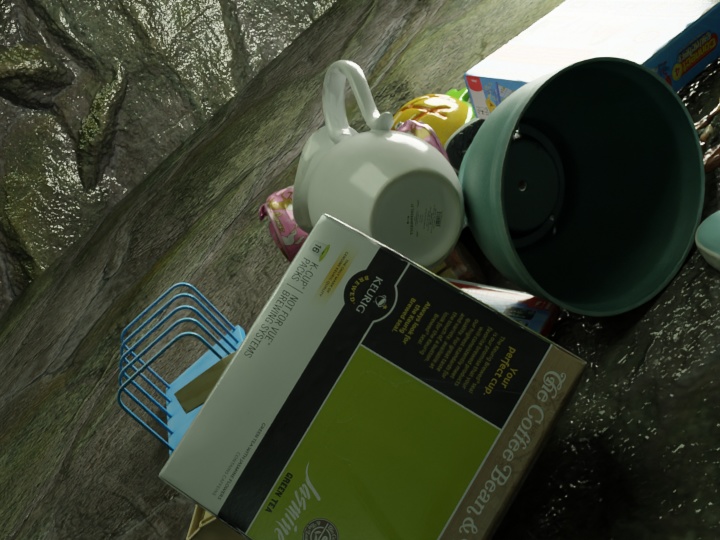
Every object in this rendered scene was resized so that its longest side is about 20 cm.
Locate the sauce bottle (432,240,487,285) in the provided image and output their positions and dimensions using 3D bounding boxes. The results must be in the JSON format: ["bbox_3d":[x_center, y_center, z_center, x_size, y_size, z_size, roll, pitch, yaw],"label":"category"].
[{"bbox_3d":[0.035,0.046,0.959,0.200,0.066,0.066,-34,23,17],"label":"sauce bottle"}]

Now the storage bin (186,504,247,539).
[{"bbox_3d":[-0.045,0.160,0.848,0.198,0.094,0.200,-33,24,23],"label":"storage bin"}]

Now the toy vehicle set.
[{"bbox_3d":[-0.097,0.087,1.019,0.200,0.027,0.124,-28,-5,-42],"label":"toy vehicle set"}]

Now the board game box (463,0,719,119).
[{"bbox_3d":[0.249,-0.223,0.986,0.196,0.056,0.200,-38,35,-24],"label":"board game box"}]

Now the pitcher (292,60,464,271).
[{"bbox_3d":[0.007,-0.087,0.786,0.121,0.172,0.200,-8,18,-20],"label":"pitcher"}]

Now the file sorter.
[{"bbox_3d":[-0.230,0.119,1.194,0.139,0.123,0.200,-41,22,2],"label":"file sorter"}]

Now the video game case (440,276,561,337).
[{"bbox_3d":[0.069,0.071,0.780,0.143,0.017,0.200,11,37,28],"label":"video game case"}]

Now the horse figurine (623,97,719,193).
[{"bbox_3d":[0.268,-0.097,0.855,0.133,0.050,0.200,-46,19,-25],"label":"horse figurine"}]

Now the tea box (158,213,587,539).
[{"bbox_3d":[0.015,0.104,0.620,0.200,0.197,0.134,-58,-15,-5],"label":"tea box"}]

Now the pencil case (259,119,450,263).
[{"bbox_3d":[-0.004,-0.076,0.953,0.200,0.083,0.087,-29,46,-2],"label":"pencil case"}]

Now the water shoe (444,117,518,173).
[{"bbox_3d":[0.195,-0.177,1.121,0.200,0.072,0.079,-29,6,17],"label":"water shoe"}]

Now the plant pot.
[{"bbox_3d":[0.165,-0.070,0.774,0.200,0.200,0.134,-48,22,-13],"label":"plant pot"}]

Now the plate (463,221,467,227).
[{"bbox_3d":[0.105,-0.070,0.988,0.200,0.032,0.200,-39,4,-11],"label":"plate"}]

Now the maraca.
[{"bbox_3d":[0.094,-0.184,1.226,0.137,0.107,0.200,-22,28,26],"label":"maraca"}]

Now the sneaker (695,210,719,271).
[{"bbox_3d":[0.310,-0.044,0.640,0.074,0.082,0.200,-50,23,-22],"label":"sneaker"}]
